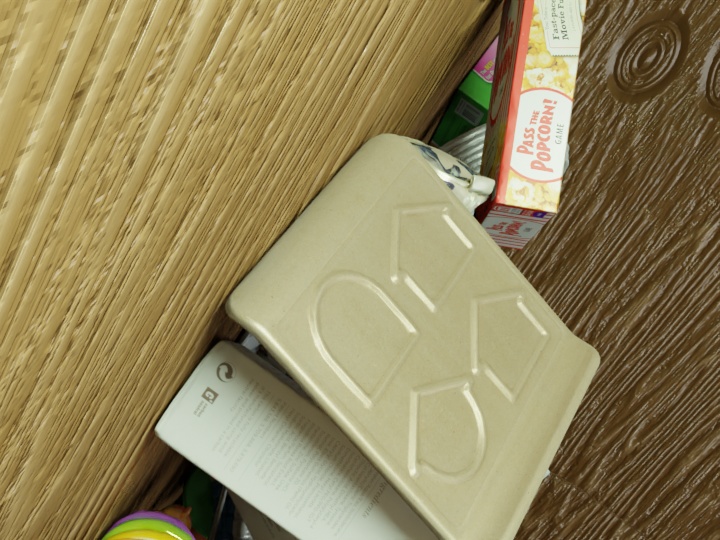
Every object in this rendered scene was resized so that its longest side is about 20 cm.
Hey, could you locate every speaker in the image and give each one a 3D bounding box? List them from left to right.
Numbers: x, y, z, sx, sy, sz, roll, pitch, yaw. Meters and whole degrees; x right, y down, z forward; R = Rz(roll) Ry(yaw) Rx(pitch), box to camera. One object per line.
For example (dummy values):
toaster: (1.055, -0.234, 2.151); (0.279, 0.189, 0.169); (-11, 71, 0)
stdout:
speaker: (-0.112, 0.199, 1.109); (0.089, 0.088, 0.200); (-55, 177, 3)

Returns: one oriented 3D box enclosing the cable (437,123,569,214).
cable: (0.112, -0.080, 1.129); (0.198, 0.070, 0.200); (-26, 166, -18)

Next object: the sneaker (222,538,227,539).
sneaker: (-0.113, 0.273, 0.863); (0.115, 0.075, 0.200); (-47, 168, -22)

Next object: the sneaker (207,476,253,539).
sneaker: (-0.079, 0.196, 0.982); (0.075, 0.086, 0.203); (7, -90, 51)

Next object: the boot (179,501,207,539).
boot: (-0.148, 0.272, 1.154); (0.075, 0.107, 0.200); (-57, 178, 12)

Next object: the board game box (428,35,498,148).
board game box: (0.146, -0.202, 1.168); (0.201, 0.040, 0.153); (-54, 176, -23)

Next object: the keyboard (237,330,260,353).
keyboard: (-0.059, 0.026, 0.783); (0.201, 0.011, 0.056); (-56, 177, 13)

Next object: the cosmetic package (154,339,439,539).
cosmetic package: (-0.019, 0.127, 0.705); (0.074, 0.199, 0.102); (-53, 176, -3)

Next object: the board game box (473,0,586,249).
board game box: (0.125, -0.129, 0.860); (0.152, 0.046, 0.203); (100, -1, -81)

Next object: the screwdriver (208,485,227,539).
screwdriver: (-0.112, 0.172, 0.941); (0.202, 0.029, 0.028); (-70, 167, 16)

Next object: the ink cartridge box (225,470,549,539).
ink cartridge box: (0.018, 0.153, 0.859); (0.200, 0.146, 0.083); (-43, 141, 7)

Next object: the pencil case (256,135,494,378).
pencil case: (0.010, -0.002, 0.815); (0.201, 0.089, 0.078); (-55, 147, 13)

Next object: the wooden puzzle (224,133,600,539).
wooden puzzle: (0.033, 0.041, 0.671); (0.046, 0.200, 0.186); (-38, -170, 46)

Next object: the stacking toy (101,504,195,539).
stacking toy: (-0.138, 0.200, 0.758); (0.116, 0.110, 0.200); (-40, -170, 9)
